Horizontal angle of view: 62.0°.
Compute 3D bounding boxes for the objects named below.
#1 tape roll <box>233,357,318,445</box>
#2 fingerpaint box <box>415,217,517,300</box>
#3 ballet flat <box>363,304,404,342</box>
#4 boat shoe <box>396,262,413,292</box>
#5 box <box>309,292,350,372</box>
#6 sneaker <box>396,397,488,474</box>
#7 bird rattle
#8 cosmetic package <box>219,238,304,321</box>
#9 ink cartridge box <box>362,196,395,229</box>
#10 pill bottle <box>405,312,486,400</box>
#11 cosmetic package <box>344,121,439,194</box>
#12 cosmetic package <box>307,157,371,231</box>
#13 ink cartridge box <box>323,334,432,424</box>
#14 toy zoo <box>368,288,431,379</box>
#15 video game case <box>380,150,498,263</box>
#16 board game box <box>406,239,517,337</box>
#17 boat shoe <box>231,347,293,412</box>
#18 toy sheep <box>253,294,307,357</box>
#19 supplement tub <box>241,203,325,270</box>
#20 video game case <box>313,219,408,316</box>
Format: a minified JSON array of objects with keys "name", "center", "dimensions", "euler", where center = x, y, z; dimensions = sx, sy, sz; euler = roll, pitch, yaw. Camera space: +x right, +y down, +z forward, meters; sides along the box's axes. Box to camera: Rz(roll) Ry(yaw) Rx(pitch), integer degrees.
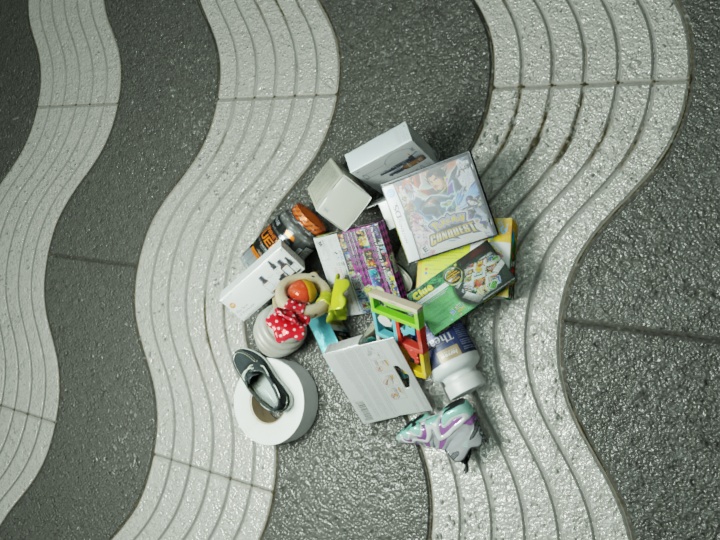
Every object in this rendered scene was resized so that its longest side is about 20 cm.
[{"name":"tape roll","center":[-0.204,0.313,1.441],"dimensions":[0.202,0.071,0.203],"euler":[-5,80,26]},{"name":"fingerpaint box","center":[0.228,-0.025,1.286],"dimensions":[0.199,0.073,0.168],"euler":[1,83,25]},{"name":"ballet flat","center":[0.050,0.132,1.333],"dimensions":[0.067,0.062,0.200],"euler":[25,135,-8]},{"name":"boat shoe","center":[0.042,-0.010,1.388],"dimensions":[0.200,0.057,0.067],"euler":[24,111,23]},{"name":"box","center":[-0.072,0.139,1.399],"dimensions":[0.049,0.082,0.200],"euler":[-34,69,16]},{"name":"sneaker","center":[0.175,0.363,1.248],"dimensions":[0.200,0.078,0.140],"euler":[-34,87,39]},{"name":"bird rattle","center":[-0.124,0.073,1.331],"dimensions":[0.199,0.113,0.163],"euler":[-22,48,-20]},{"name":"cosmetic package","center":[-0.230,0.024,1.403],"dimensions":[0.200,0.083,0.051],"euler":[-40,22,12]},{"name":"ink cartridge box","center":[0.116,-0.152,1.331],"dimensions":[0.199,0.116,0.068],"euler":[-20,101,22]},{"name":"pill bottle","center":[0.180,0.163,1.256],"dimensions":[0.111,0.111,0.200],"euler":[-33,69,18]},{"name":"cosmetic package","center":[0.078,-0.238,1.323],"dimensions":[0.150,0.200,0.052],"euler":[-23,71,21]},{"name":"cosmetic package","center":[-0.052,-0.178,1.379],"dimensions":[0.103,0.087,0.200],"euler":[-49,21,11]},{"name":"ink cartridge box","center":[0.041,0.228,1.285],"dimensions":[0.176,0.045,0.200],"euler":[-18,112,26]},{"name":"toy zoo","center":[0.083,0.141,1.230],"dimensions":[0.131,0.020,0.201],"euler":[18,130,42]},{"name":"video game case","center":[0.162,-0.128,1.243],"dimensions":[0.199,0.025,0.181],"euler":[-18,96,22]},{"name":"board game box","center":[0.203,0.036,1.213],"dimensions":[0.200,0.023,0.105],"euler":[-34,71,4]},{"name":"boat shoe","center":[-0.238,0.250,1.395],"dimensions":[0.200,0.060,0.076],"euler":[35,97,26]},{"name":"toy sheep","center":[-0.189,0.136,1.427],"dimensions":[0.138,0.137,0.200],"euler":[64,145,20]},{"name":"supplement tub","center":[-0.186,-0.061,1.466],"dimensions":[0.200,0.122,0.123],"euler":[-45,66,12]},{"name":"video game case","center":[0.000,0.000,1.354],"dimensions":[0.181,0.036,0.201],"euler":[-11,103,34]}]
